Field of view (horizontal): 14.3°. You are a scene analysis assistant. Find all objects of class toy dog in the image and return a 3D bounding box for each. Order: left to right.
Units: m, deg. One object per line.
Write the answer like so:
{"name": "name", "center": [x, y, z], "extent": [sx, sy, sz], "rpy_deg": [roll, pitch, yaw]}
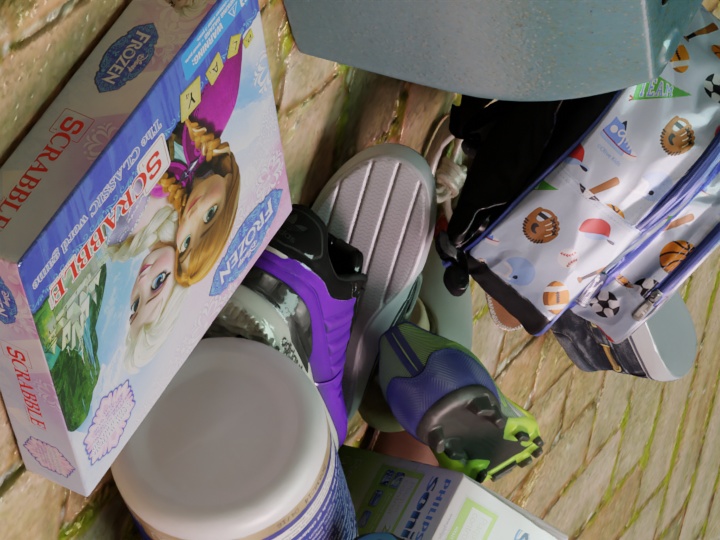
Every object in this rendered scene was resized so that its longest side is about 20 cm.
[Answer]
{"name": "toy dog", "center": [0.069, 0.014, 1.779], "extent": [0.201, 0.096, 0.132], "rpy_deg": [-64, 160, -7]}

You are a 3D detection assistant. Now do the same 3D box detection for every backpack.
{"name": "backpack", "center": [0.146, -0.068, 1.631], "extent": [0.191, 0.154, 0.200], "rpy_deg": [-52, -165, 28]}

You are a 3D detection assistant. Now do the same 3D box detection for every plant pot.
{"name": "plant pot", "center": [0.084, -0.199, 1.443], "extent": [0.196, 0.199, 0.197], "rpy_deg": [-58, 157, -20]}

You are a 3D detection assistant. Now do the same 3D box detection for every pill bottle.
{"name": "pill bottle", "center": [-0.062, 0.130, 1.552], "extent": [0.116, 0.115, 0.200], "rpy_deg": [-58, 157, -22]}

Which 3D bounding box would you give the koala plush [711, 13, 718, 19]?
{"name": "koala plush", "center": [0.240, -0.105, 1.895], "extent": [0.178, 0.199, 0.184], "rpy_deg": [-58, 149, -21]}

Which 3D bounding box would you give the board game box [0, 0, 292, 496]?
{"name": "board game box", "center": [-0.108, -0.024, 1.379], "extent": [0.200, 0.041, 0.200], "rpy_deg": [-56, 157, -27]}

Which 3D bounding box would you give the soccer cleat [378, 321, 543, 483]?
{"name": "soccer cleat", "center": [0.056, 0.078, 1.679], "extent": [0.065, 0.084, 0.200], "rpy_deg": [-35, 160, 2]}

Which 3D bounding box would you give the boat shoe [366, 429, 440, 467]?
{"name": "boat shoe", "center": [0.028, 0.153, 1.861], "extent": [0.072, 0.076, 0.201], "rpy_deg": [-37, 143, -49]}

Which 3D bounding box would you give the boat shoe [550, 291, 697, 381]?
{"name": "boat shoe", "center": [0.166, -0.005, 2.052], "extent": [0.071, 0.091, 0.201], "rpy_deg": [-48, 126, -42]}

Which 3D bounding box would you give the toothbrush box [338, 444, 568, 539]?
{"name": "toothbrush box", "center": [0.015, 0.190, 1.691], "extent": [0.086, 0.200, 0.146], "rpy_deg": [32, 80, -24]}

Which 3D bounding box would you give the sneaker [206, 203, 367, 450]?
{"name": "sneaker", "center": [-0.028, 0.032, 1.593], "extent": [0.100, 0.069, 0.200], "rpy_deg": [-58, 159, -21]}

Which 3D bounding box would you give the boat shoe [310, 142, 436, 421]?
{"name": "boat shoe", "center": [0.000, 0.000, 1.653], "extent": [0.071, 0.072, 0.200], "rpy_deg": [-52, 167, -52]}

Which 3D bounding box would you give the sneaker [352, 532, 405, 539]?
{"name": "sneaker", "center": [0.029, 0.224, 1.551], "extent": [0.082, 0.073, 0.201], "rpy_deg": [-17, 120, -25]}
